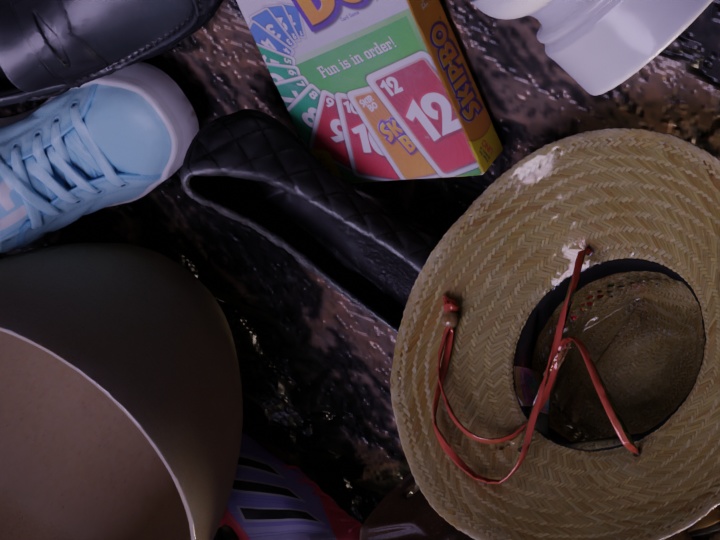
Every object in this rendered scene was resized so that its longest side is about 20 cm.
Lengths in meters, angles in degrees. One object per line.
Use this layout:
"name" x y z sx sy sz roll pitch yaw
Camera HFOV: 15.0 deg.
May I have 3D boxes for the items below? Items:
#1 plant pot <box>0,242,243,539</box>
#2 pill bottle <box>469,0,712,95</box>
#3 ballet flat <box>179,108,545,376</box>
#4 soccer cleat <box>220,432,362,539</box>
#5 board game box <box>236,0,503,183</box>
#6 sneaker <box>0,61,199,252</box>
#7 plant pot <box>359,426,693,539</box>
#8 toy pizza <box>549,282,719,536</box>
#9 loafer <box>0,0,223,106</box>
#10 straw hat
"plant pot" -0.139 0.063 1.420 0.200 0.135 0.201 19 135 20
"pill bottle" 0.057 -0.173 1.081 0.200 0.114 0.114 45 139 -8
"ballet flat" 0.000 0.000 1.288 0.200 0.057 0.067 36 140 2
"soccer cleat" -0.022 0.147 1.428 0.076 0.200 0.067 -39 135 7
"board game box" -0.013 -0.128 1.241 0.095 0.030 0.200 -2 123 37
"sneaker" -0.163 -0.043 1.380 0.200 0.082 0.074 -21 114 45
"plant pot" 0.103 0.187 1.297 0.200 0.201 0.198 -7 128 39
"toy pizza" 0.109 0.058 1.318 0.200 0.032 0.201 19 136 20
"loafer" -0.146 -0.113 1.312 0.200 0.070 0.068 -12 120 41
"straw hat" 0.118 0.040 1.213 0.200 0.202 0.085 1 169 35
